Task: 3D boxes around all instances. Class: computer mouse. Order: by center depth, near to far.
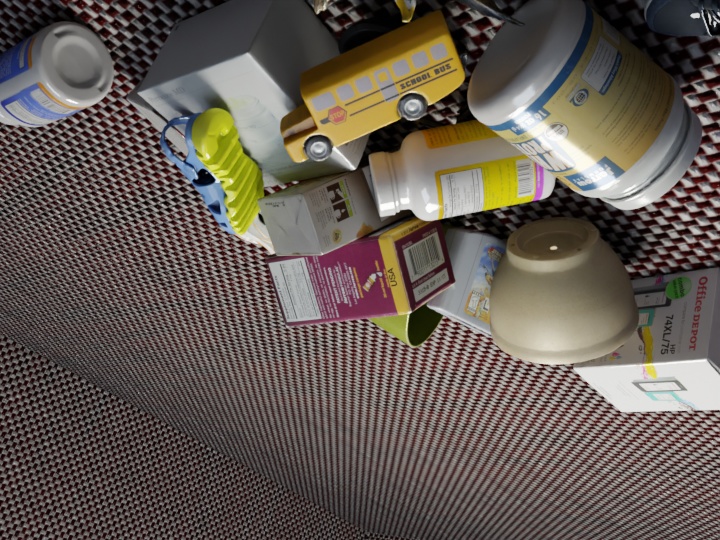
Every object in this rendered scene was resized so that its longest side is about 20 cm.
[{"bbox_3d":[0.066,-0.222,0.923,0.200,0.046,0.140,12,151,-11],"label":"computer mouse"}]

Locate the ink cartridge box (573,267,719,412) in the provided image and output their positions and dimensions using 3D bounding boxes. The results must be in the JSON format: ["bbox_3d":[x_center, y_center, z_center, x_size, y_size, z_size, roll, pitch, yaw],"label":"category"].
[{"bbox_3d":[0.439,0.105,1.164,0.200,0.147,0.146,-13,138,46],"label":"ink cartridge box"}]

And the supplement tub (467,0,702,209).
[{"bbox_3d":[0.222,-0.163,0.809,0.200,0.145,0.145,31,152,-21],"label":"supplement tub"}]

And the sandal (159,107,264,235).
[{"bbox_3d":[-0.177,-0.120,0.981,0.087,0.080,0.200,13,146,22],"label":"sandal"}]

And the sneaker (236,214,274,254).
[{"bbox_3d":[-0.117,-0.059,1.326,0.200,0.076,0.092,28,148,-18],"label":"sneaker"}]

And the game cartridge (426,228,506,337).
[{"bbox_3d":[0.178,0.019,1.180,0.042,0.133,0.200,18,175,45],"label":"game cartridge"}]

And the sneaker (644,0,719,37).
[{"bbox_3d":[0.324,-0.199,0.673,0.202,0.146,0.077,-4,147,42],"label":"sneaker"}]

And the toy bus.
[{"bbox_3d":[0.007,-0.186,0.844,0.200,0.065,0.078,-22,123,12],"label":"toy bus"}]

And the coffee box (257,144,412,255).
[{"bbox_3d":[-0.011,-0.090,1.022,0.114,0.200,0.080,3,115,55],"label":"coffee box"}]

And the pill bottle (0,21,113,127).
[{"bbox_3d":[-0.437,-0.260,1.120,0.200,0.112,0.112,-6,144,42],"label":"pill bottle"}]

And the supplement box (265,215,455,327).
[{"bbox_3d":[0.000,0.000,1.061,0.200,0.131,0.103,-8,102,35],"label":"supplement box"}]

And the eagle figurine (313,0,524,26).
[{"bbox_3d":[0.052,-0.287,0.740,0.200,0.151,0.152,-8,-170,-1],"label":"eagle figurine"}]

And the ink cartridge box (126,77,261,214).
[{"bbox_3d":[-0.212,-0.169,1.132,0.176,0.045,0.200,32,170,47],"label":"ink cartridge box"}]

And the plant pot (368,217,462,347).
[{"bbox_3d":[0.029,-0.011,1.226,0.200,0.187,0.187,23,156,23],"label":"plant pot"}]

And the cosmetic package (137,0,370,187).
[{"bbox_3d":[-0.117,-0.211,0.981,0.199,0.123,0.200,-5,143,41],"label":"cosmetic package"}]

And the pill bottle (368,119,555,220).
[{"bbox_3d":[0.113,-0.116,0.937,0.200,0.104,0.104,-10,150,-1],"label":"pill bottle"}]

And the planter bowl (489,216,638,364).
[{"bbox_3d":[0.264,0.012,1.092,0.200,0.200,0.135,4,122,30],"label":"planter bowl"}]
